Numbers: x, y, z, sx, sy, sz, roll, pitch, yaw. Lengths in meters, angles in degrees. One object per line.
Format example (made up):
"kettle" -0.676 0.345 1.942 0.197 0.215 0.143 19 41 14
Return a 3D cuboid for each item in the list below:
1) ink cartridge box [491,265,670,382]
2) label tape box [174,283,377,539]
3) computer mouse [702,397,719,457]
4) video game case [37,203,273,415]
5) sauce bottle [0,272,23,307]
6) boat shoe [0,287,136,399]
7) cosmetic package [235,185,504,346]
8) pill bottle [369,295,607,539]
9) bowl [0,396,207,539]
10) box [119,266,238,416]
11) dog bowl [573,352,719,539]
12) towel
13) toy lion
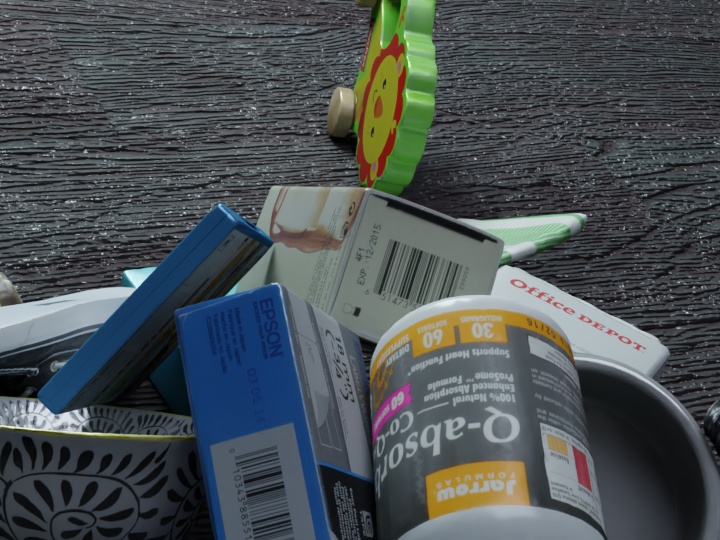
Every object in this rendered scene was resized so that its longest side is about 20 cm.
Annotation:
"ink cartridge box" 0.110 0.093 1.019 0.146 0.085 0.200 29 33 19
"label tape box" -0.024 0.102 0.797 0.063 0.200 0.145 -17 72 13
"computer mouse" 0.285 0.159 0.851 0.138 0.053 0.201 -12 65 -26
"video game case" -0.114 0.024 0.868 0.018 0.143 0.200 43 0 3
"sauce bottle" -0.303 0.052 0.908 0.065 0.065 0.200 33 33 26
"boat shoe" -0.208 0.056 0.924 0.071 0.068 0.200 -1 6 27
"cosmetic package" 0.000 0.000 0.947 0.103 0.088 0.200 19 -4 -21
"pill bottle" 0.065 0.120 0.750 0.116 0.117 0.201 9 45 -13
"bowl" -0.168 0.124 0.797 0.200 0.095 0.201 6 -3 0
"box" -0.090 0.070 0.995 0.082 0.049 0.200 -8 38 -35
"dog bowl" 0.123 0.141 0.867 0.199 0.201 0.059 22 -12 9
"towel" 0.068 -0.015 1.163 0.199 0.024 0.152 -17 11 -42
"toy lion" 0.031 -0.174 1.310 0.068 0.201 0.192 9 13 -16
